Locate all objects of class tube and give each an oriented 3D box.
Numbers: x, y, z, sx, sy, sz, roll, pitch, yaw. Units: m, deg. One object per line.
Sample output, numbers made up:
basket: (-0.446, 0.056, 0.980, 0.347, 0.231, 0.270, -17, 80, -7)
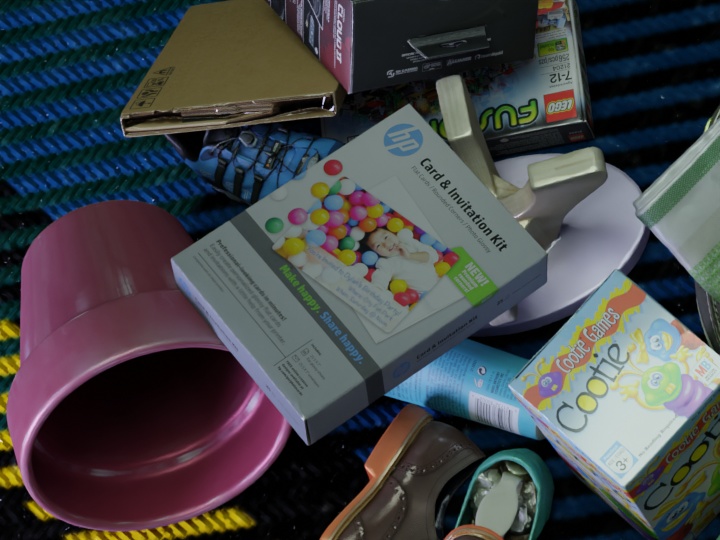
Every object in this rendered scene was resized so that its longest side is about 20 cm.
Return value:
tube: (0.045, 0.068, 1.649, 0.200, 0.050, 0.078, 17, 110, 22)

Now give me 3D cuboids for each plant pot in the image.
plant pot: (-0.162, 0.056, 1.654, 0.200, 0.200, 0.179, -27, 49, 6)

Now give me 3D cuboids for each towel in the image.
towel: (0.297, -0.022, 1.567, 0.149, 0.031, 0.200, -45, 97, -5)

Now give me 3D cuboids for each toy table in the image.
toy table: (0.096, -0.036, 1.638, 0.200, 0.117, 0.184, -26, 65, 7)

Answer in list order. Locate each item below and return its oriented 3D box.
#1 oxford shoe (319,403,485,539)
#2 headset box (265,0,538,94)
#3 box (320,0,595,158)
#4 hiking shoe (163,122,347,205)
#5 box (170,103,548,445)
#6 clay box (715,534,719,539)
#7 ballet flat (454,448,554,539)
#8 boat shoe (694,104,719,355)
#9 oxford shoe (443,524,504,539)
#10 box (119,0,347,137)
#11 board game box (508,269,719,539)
oxford shoe: (0.016, 0.193, 1.605, 0.073, 0.071, 0.200, 27, 82, 15)
headset box: (0.027, -0.205, 1.672, 0.148, 0.077, 0.200, -13, 37, -21)
box: (0.069, -0.134, 1.727, 0.199, 0.035, 0.110, -11, 68, 13)
hiking shoe: (-0.074, -0.078, 1.682, 0.200, 0.087, 0.075, 12, 75, 52)
box: (0.000, 0.000, 1.539, 0.200, 0.041, 0.156, -33, 62, -16)
clay box: (0.338, 0.151, 1.530, 0.200, 0.048, 0.115, -46, 63, -3)
ballet flat: (0.077, 0.211, 1.577, 0.067, 0.070, 0.200, 14, 75, 21)
boat shoe: (0.264, -0.022, 1.611, 0.072, 0.060, 0.202, -5, 69, 15)
oxford shoe: (0.059, 0.264, 1.511, 0.071, 0.073, 0.201, 13, 108, 11)
box: (-0.074, -0.158, 1.718, 0.163, 0.021, 0.200, -5, 28, 15)
board game box: (0.186, 0.098, 1.513, 0.105, 0.200, 0.103, -47, 64, -3)
